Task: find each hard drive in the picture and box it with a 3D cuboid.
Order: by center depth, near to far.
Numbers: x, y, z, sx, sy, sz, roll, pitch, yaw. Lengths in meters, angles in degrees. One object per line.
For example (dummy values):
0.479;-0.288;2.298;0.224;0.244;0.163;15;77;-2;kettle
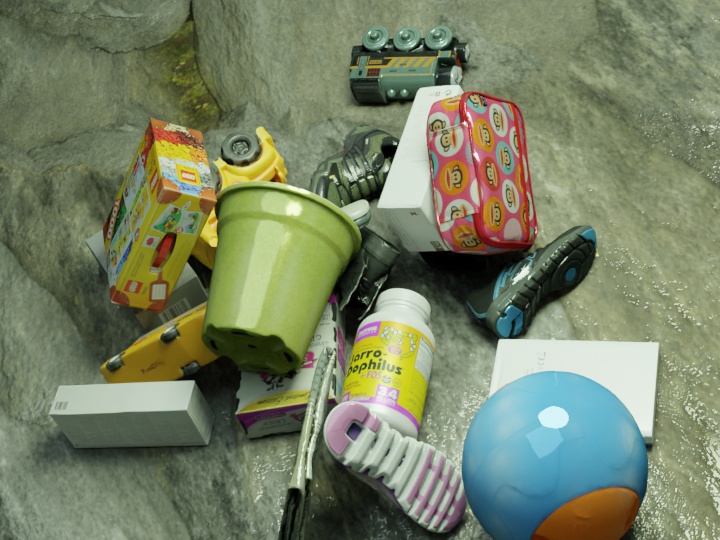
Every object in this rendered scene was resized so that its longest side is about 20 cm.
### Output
0.256;0.144;1.425;0.197;0.026;0.133;0;51;20;hard drive

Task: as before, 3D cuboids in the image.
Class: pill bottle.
0.036;0.124;1.467;0.102;0.105;0.202;-1;50;19;pill bottle

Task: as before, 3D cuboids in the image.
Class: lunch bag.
0.164;-0.120;1.522;0.081;0.175;0.204;-11;82;36;lunch bag

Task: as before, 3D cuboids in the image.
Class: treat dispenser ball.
0.207;0.209;1.266;0.197;0.202;0.203;-10;48;11;treat dispenser ball

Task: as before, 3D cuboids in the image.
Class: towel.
-0.059;0.219;1.364;0.034;0.194;0.202;13;50;0;towel

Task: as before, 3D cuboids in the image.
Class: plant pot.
-0.113;0.021;1.484;0.197;0.201;0.187;3;62;22;plant pot

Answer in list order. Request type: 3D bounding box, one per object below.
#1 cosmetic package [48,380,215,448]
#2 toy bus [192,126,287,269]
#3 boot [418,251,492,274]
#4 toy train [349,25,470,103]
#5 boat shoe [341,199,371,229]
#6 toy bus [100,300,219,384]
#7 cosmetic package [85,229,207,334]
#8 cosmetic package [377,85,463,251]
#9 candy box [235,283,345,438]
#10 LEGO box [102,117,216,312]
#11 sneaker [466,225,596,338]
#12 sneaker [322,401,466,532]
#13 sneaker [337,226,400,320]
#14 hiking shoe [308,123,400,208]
-0.297;0.188;1.545;0.196;0.083;0.051;-3;46;16;cosmetic package
-0.161;-0.080;1.707;0.199;0.137;0.192;-39;62;-19;toy bus
0.117;-0.087;1.638;0.198;0.077;0.169;19;55;25;boot
0.073;-0.319;1.859;0.197;0.085;0.116;3;63;20;toy train
-0.032;-0.047;1.603;0.072;0.063;0.199;-30;6;-28;boat shoe
-0.252;0.106;1.571;0.198;0.066;0.078;-27;14;30;toy bus
-0.305;0.006;1.705;0.106;0.091;0.200;-32;45;-10;cosmetic package
0.097;-0.135;1.569;0.073;0.102;0.202;0;55;34;cosmetic package
-0.089;0.112;1.551;0.134;0.061;0.202;-11;48;10;candy box
-0.270;-0.072;1.570;0.076;0.201;0.150;12;37;-28;LEGO box
0.223;0.000;1.531;0.199;0.074;0.082;-37;39;-18;sneaker
0.034;0.224;1.361;0.199;0.088;0.081;38;70;-9;sneaker
0.003;0.002;1.583;0.105;0.059;0.200;-58;11;3;sneaker
-0.001;-0.137;1.725;0.099;0.076;0.201;11;54;31;hiking shoe
